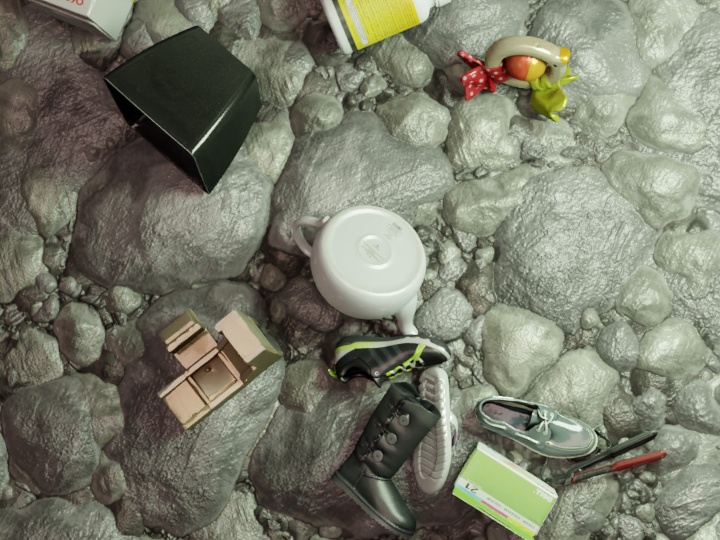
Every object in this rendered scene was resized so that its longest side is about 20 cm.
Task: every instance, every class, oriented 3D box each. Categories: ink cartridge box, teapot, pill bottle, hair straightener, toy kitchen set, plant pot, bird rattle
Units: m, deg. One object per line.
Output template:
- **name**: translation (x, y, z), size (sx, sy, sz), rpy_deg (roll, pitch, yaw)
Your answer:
- **ink cartridge box**: translation (-0.464, -0.522, 1.807), size (0.147, 0.145, 0.200), rpy_deg (23, 88, 9)
- **teapot**: translation (0.000, 0.000, 1.711), size (0.197, 0.146, 0.200), rpy_deg (0, 62, -18)
- **pill bottle**: translation (0.042, -0.446, 1.754), size (0.200, 0.112, 0.113), rpy_deg (-22, 83, 5)
- **hair straightener**: translation (0.380, 0.291, 1.693), size (0.200, 0.041, 0.077), rpy_deg (-21, 61, 11)
- **ink cartridge box**: translation (0.222, 0.338, 1.619), size (0.148, 0.200, 0.076), rpy_deg (32, 89, 8)
- **toy kitchen set**: translation (-0.263, 0.131, 1.707), size (0.200, 0.180, 0.163), rpy_deg (-39, 81, -2)
- **plant pot**: translation (-0.273, -0.277, 1.749), size (0.199, 0.200, 0.177), rpy_deg (41, 78, 9)
- **bird rattle**: translation (0.255, -0.331, 1.701), size (0.200, 0.163, 0.113), rpy_deg (21, 70, -1)

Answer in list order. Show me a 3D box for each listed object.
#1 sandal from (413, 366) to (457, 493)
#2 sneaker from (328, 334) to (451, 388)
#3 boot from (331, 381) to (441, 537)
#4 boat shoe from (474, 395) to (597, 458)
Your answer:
- **sandal**: translation (0.130, 0.258, 1.711), size (0.050, 0.082, 0.203), rpy_deg (7, 84, -35)
- **sneaker**: translation (0.048, 0.155, 1.715), size (0.200, 0.072, 0.083), rpy_deg (-2, 60, 17)
- **boot**: translation (0.068, 0.301, 1.691), size (0.165, 0.066, 0.200), rpy_deg (36, 99, 13)
- **boat shoe**: translation (0.276, 0.246, 1.680), size (0.200, 0.062, 0.073), rpy_deg (17, 76, 14)
